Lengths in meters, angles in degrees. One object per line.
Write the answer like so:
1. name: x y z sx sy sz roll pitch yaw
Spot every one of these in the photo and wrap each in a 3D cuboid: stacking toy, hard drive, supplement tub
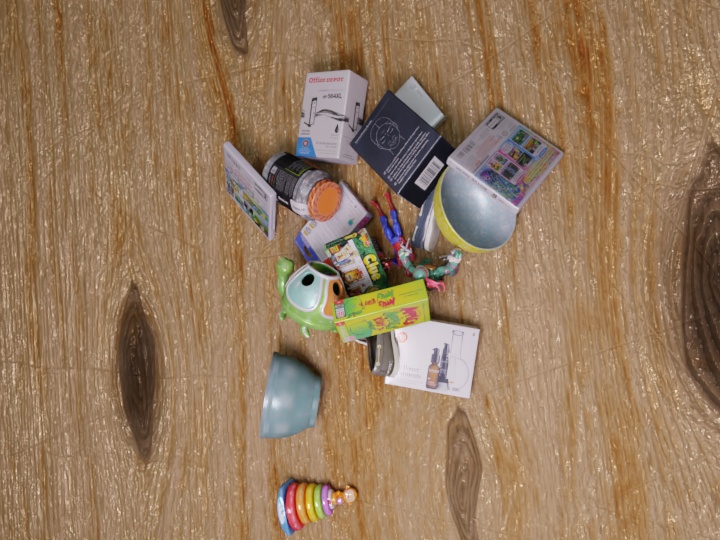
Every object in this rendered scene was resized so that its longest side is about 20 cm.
1. stacking toy: -0.100 0.571 1.319 0.193 0.110 0.121 -14 82 11
2. hard drive: 0.092 -0.339 1.275 0.199 0.026 0.133 -43 74 18
3. supplement tub: -0.143 -0.201 1.299 0.198 0.121 0.126 32 102 38

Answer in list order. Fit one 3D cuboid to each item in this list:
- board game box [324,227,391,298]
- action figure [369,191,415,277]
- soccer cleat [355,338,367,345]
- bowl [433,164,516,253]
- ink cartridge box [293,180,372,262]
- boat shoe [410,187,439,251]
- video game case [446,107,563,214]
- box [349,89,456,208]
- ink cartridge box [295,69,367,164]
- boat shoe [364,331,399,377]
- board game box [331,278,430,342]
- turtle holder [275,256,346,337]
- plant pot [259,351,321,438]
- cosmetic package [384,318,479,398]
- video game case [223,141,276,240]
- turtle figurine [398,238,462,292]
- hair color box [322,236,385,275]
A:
1. board game box: 0.000 0.000 1.207 0.102 0.203 0.024 -22 41 5
2. action figure: 0.073 -0.080 1.246 0.064 0.098 0.206 -25 82 21
3. soccer cleat: 0.068 0.156 1.252 0.193 0.077 0.072 0 89 23
4. bowl: 0.229 -0.126 1.158 0.107 0.194 0.207 -34 73 63
5. ink cartridge box: -0.071 -0.105 1.328 0.200 0.042 0.120 -47 62 14
6. boat shoe: 0.158 -0.149 1.218 0.060 0.074 0.208 16 106 27
7. video game case: 0.304 -0.235 1.116 0.180 0.024 0.200 38 63 14
8. box: 0.095 -0.267 1.175 0.150 0.106 0.201 -50 56 15
9. ink cartridge box: -0.071 -0.372 1.302 0.142 0.083 0.209 10 94 35
10. boat shoe: 0.036 0.136 1.177 0.073 0.058 0.207 -54 37 46
11. board game box: 0.044 0.086 1.104 0.192 0.103 0.049 -14 58 3
12. turtle holder: -0.107 0.047 1.189 0.186 0.137 0.136 47 124 53
13. plant pot: -0.165 0.313 1.306 0.129 0.200 0.209 10 94 -5
14. cosmetic package: 0.158 0.189 1.196 0.192 0.052 0.157 8 91 3
15. video game case: -0.284 -0.201 1.374 0.022 0.184 0.200 -34 70 -28
16. turtle figurine: 0.148 -0.007 1.153 0.145 0.199 0.105 12 93 22
17. hair color box: -0.045 -0.003 1.285 0.198 0.110 0.065 -37 77 19
